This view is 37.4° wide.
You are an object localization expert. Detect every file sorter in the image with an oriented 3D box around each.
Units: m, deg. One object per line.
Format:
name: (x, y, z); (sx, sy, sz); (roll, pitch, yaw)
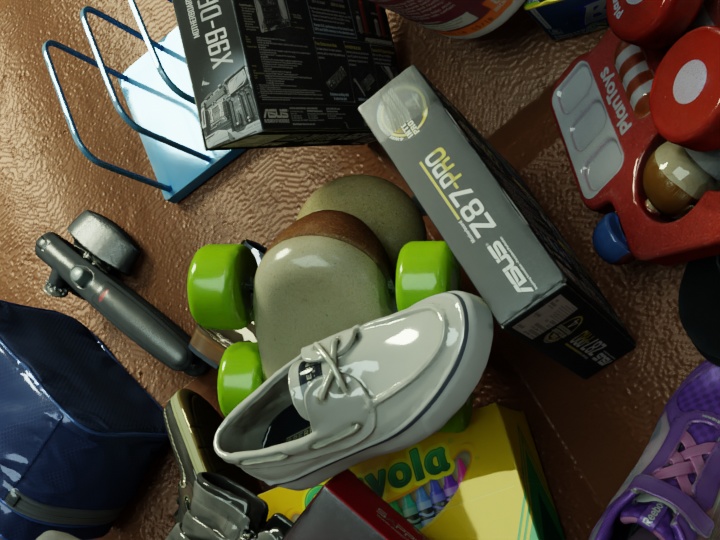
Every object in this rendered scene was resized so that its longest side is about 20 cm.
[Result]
file sorter: (-0.139, -0.178, 0.863); (0.200, 0.123, 0.139); (-34, 65, 20)

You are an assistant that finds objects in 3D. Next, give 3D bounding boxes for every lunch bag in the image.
lunch bag: (-0.269, 0.124, 0.869); (0.200, 0.136, 0.133); (41, 100, 30)

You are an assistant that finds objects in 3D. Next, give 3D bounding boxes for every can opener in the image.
can opener: (-0.203, 0.023, 0.894); (0.200, 0.063, 0.079); (40, 100, 30)

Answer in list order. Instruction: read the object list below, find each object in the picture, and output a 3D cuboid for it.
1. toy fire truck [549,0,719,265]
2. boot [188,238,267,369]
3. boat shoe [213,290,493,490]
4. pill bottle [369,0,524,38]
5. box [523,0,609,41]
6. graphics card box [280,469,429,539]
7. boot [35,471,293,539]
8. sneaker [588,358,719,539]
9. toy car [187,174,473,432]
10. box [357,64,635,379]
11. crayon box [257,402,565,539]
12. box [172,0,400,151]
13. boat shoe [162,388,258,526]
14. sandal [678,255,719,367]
toy fire truck: (0.192, -0.090, 0.646); (0.168, 0.112, 0.201); (-52, 37, 43)
boot: (-0.043, 0.049, 0.791); (0.199, 0.075, 0.097); (23, 95, 33)
boat shoe: (-0.011, 0.067, 0.608); (0.200, 0.066, 0.072); (-33, 48, 40)
pill bottle: (0.018, -0.229, 0.677); (0.114, 0.199, 0.115); (-9, 77, 42)
box: (0.208, -0.218, 0.707); (0.199, 0.064, 0.070); (-10, 75, 28)
graphics card box: (-0.027, 0.242, 0.669); (0.125, 0.051, 0.200); (39, 100, 9)
boot: (-0.132, 0.197, 0.750); (0.199, 0.070, 0.132); (24, 98, 11)
sneaker: (0.186, 0.135, 0.624); (0.080, 0.088, 0.201); (24, 78, 33)
toy car: (0.000, 0.000, 0.734); (0.163, 0.158, 0.200); (0, 35, 16)
box: (0.091, -0.022, 0.655); (0.049, 0.200, 0.162); (-35, 66, 14)
crayon box: (0.040, 0.206, 0.722); (0.199, 0.058, 0.173); (-25, 69, 23)
box: (-0.046, -0.167, 0.741); (0.050, 0.200, 0.159); (-13, 91, 32)
boat shoe: (-0.111, 0.186, 0.804); (0.065, 0.073, 0.201); (-34, 66, 14)
sandal: (0.248, -0.038, 0.646); (0.076, 0.043, 0.201); (23, 85, 45)
